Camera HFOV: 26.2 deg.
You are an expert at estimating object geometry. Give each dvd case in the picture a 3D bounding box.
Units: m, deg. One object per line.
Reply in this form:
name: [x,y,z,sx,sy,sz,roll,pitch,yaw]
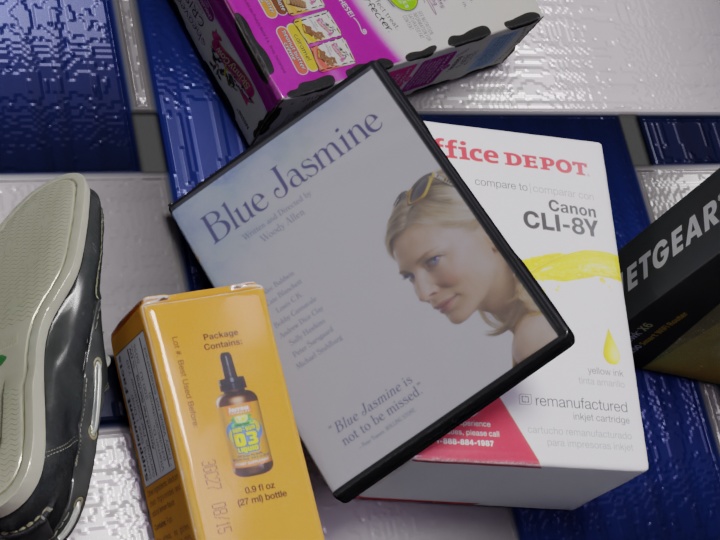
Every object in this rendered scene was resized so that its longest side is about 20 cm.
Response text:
dvd case: [0.000,0.000,0.801,0.143,0.018,0.200,-36,61,5]

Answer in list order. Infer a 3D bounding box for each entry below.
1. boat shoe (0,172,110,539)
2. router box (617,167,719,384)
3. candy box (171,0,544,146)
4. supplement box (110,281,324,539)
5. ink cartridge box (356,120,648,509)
boat shoe: [-0.158,0.042,0.772,0.068,0.072,0.200,45,37,-46]
router box: [0.241,0.005,0.881,0.157,0.200,0.052,12,61,-18]
candy box: [-0.007,-0.170,0.933,0.200,0.061,0.136,-21,76,-30]
supplement box: [-0.065,0.111,0.760,0.067,0.069,0.200,-8,78,-27]
ink cartridge box: [0.067,0.024,0.862,0.145,0.083,0.200,5,65,-21]
